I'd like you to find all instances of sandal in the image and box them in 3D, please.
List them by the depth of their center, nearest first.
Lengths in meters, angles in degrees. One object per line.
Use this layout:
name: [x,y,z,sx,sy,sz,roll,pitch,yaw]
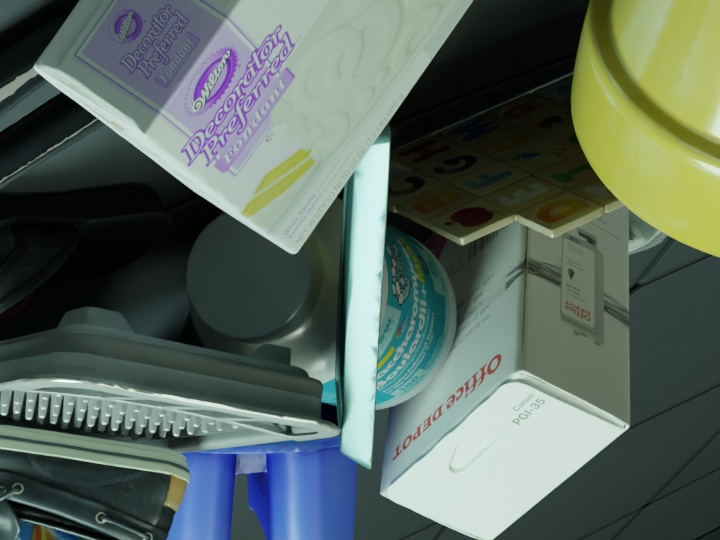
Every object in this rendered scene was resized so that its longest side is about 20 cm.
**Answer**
sandal: [-0.164,0.002,0.984,0.200,0.048,0.075,-15,156,-44]

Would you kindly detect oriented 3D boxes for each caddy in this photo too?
caddy: [-0.073,0.108,1.250,0.141,0.105,0.200,1,-174,-10]

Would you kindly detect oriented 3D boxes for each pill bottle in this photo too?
pill bottle: [-0.025,0.016,1.148,0.111,0.111,0.200,-35,162,12]

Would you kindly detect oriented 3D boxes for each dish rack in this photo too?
dish rack: [-0.124,0.058,1.053,0.172,0.044,0.200,13,165,-34]

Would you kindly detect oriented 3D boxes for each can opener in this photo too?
can opener: [-0.161,-0.052,0.853,0.200,0.079,0.063,-38,125,7]

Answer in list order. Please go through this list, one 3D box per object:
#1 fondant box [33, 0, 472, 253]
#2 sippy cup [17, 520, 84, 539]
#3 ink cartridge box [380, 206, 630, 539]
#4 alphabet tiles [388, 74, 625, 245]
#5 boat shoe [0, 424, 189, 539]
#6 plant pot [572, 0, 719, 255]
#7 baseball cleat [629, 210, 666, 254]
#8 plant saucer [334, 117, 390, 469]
fondant box: [-0.034,-0.098,0.839,0.144,0.058,0.200,-55,161,-2]
sippy cup: [-0.233,0.164,1.195,0.178,0.140,0.130,-37,152,-11]
ink cartridge box: [0.088,0.042,1.260,0.083,0.200,0.147,27,133,-20]
alphabet tiles: [0.111,-0.066,1.132,0.200,0.166,0.006,-25,117,-21]
boat shoe: [-0.191,0.115,1.098,0.200,0.062,0.075,9,168,-11]
plant pot: [0.213,-0.136,1.010,0.201,0.201,0.189,-24,145,-22]
baseball cleat: [0.229,-0.079,1.380,0.106,0.070,0.200,-14,156,-43]
plant saucer: [0.000,0.000,1.007,0.019,0.070,0.200,1,127,-5]
